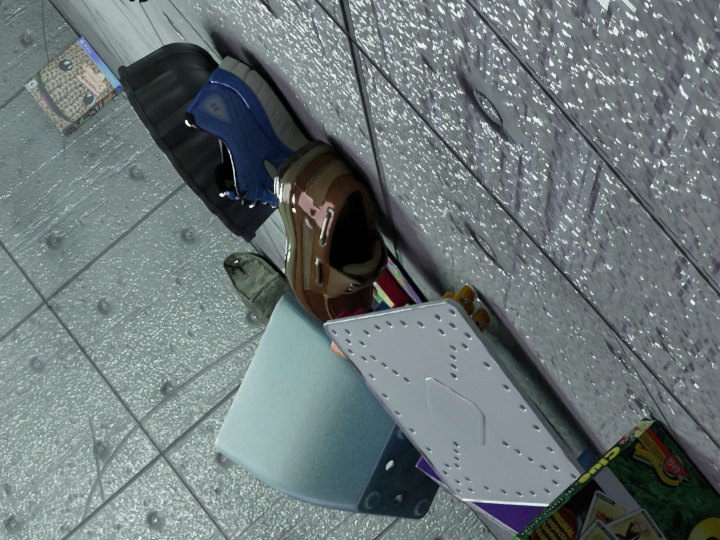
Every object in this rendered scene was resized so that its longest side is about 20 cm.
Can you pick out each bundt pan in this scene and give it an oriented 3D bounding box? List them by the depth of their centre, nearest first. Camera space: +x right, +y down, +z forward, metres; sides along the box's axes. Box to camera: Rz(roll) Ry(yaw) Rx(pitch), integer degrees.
[{"bbox_3d":[-0.134,-0.130,1.206,0.203,0.075,0.202,52,-175,-7],"label":"bundt pan"}]

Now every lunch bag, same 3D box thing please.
[{"bbox_3d":[-0.236,0.046,3.135,0.200,0.118,0.165,37,168,48],"label":"lunch bag"}]

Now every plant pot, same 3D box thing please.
[{"bbox_3d":[-0.002,0.169,1.425,0.194,0.198,0.199,17,-169,-44],"label":"plant pot"}]

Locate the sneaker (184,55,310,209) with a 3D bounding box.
[{"bbox_3d":[-0.078,-0.082,1.110,0.201,0.089,0.079,51,175,-25],"label":"sneaker"}]

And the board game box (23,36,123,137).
[{"bbox_3d":[-0.742,-0.474,3.368,0.160,0.200,0.097,49,174,-4],"label":"board game box"}]

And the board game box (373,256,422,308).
[{"bbox_3d":[0.000,0.000,1.268,0.200,0.039,0.159,46,173,44],"label":"board game box"}]

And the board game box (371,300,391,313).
[{"bbox_3d":[0.083,0.121,1.231,0.198,0.044,0.200,39,173,8],"label":"board game box"}]

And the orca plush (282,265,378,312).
[{"bbox_3d":[-0.054,-0.015,1.383,0.201,0.071,0.106,54,-177,-36],"label":"orca plush"}]

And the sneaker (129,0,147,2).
[{"bbox_3d":[-0.197,-0.269,0.898,0.085,0.078,0.200,48,174,28],"label":"sneaker"}]

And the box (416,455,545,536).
[{"bbox_3d":[0.158,0.243,1.290,0.199,0.039,0.137,31,171,24],"label":"box"}]

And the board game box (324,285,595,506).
[{"bbox_3d":[0.081,0.103,1.022,0.201,0.026,0.199,52,153,-14],"label":"board game box"}]

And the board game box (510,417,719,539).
[{"bbox_3d":[0.184,0.192,0.712,0.201,0.105,0.023,50,171,0],"label":"board game box"}]

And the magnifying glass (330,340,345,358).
[{"bbox_3d":[0.062,0.105,1.115,0.198,0.022,0.080,29,128,18],"label":"magnifying glass"}]

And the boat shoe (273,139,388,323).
[{"bbox_3d":[-0.017,-0.014,1.058,0.074,0.076,0.201,35,156,32],"label":"boat shoe"}]
